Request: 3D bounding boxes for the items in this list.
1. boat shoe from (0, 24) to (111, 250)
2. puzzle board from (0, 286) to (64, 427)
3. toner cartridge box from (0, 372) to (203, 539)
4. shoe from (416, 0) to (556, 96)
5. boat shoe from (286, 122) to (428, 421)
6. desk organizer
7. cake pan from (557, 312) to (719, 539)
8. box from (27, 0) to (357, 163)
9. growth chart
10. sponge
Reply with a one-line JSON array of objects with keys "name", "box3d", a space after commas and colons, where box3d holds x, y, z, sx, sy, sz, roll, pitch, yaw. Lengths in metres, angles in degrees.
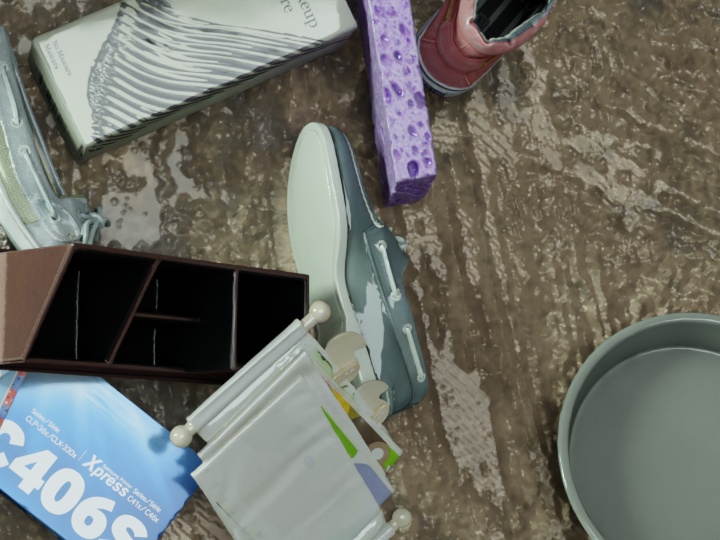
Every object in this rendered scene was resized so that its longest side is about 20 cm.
[{"name": "boat shoe", "box3d": [-0.203, -0.057, 1.158, 0.065, 0.074, 0.202, -32, 84, -2]}, {"name": "puzzle board", "box3d": [-0.288, 0.068, 1.108, 0.150, 0.017, 0.201, 26, 91, -6]}, {"name": "toner cartridge box", "box3d": [-0.200, 0.100, 1.156, 0.200, 0.043, 0.095, 39, 75, -6]}, {"name": "shoe", "box3d": [0.113, -0.203, 1.229, 0.071, 0.091, 0.200, 42, 65, -9]}, {"name": "boat shoe", "box3d": [0.000, 0.000, 1.208, 0.062, 0.073, 0.201, -10, 88, -28]}, {"name": "desk organizer", "box3d": [-0.124, 0.028, 1.114, 0.200, 0.077, 0.072, 8, 80, -48]}, {"name": "cake pan", "box3d": [0.227, 0.128, 1.231, 0.199, 0.037, 0.201, 2, 67, -6]}, {"name": "box", "box3d": [-0.110, -0.147, 1.195, 0.199, 0.068, 0.082, -27, 90, -14]}, {"name": "growth chart", "box3d": [-0.035, 0.126, 1.154, 0.145, 0.018, 0.200, -35, 125, -17]}, {"name": "sponge", "box3d": [0.018, -0.149, 1.202, 0.030, 0.112, 0.201, -9, 85, -3]}]
